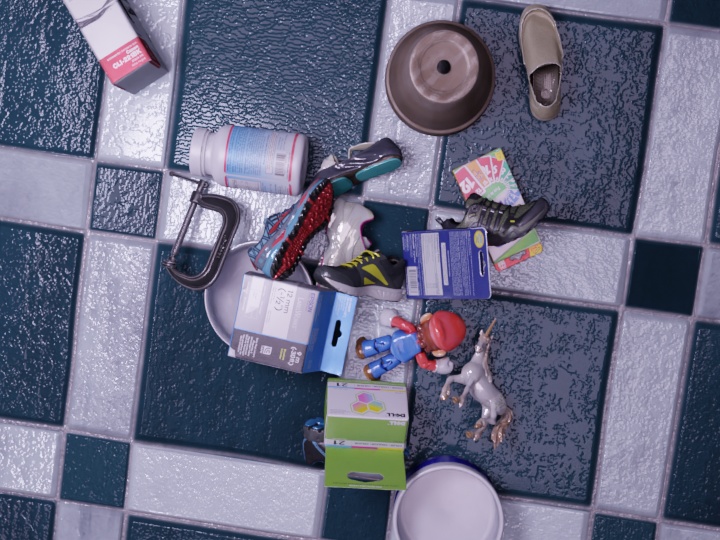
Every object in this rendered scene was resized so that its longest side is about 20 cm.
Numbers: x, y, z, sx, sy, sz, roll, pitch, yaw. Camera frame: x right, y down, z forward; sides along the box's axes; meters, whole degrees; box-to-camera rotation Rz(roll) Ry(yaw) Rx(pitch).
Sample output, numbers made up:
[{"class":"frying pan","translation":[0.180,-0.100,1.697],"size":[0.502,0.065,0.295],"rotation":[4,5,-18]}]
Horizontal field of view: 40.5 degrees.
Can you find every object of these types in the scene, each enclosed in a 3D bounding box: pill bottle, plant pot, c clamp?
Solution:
[{"class":"pill bottle","translation":[-0.195,-0.196,1.715],"size":[0.197,0.109,0.111],"rotation":[8,94,2]},{"class":"plant pot","translation":[0.140,-0.335,1.660],"size":[0.196,0.174,0.204],"rotation":[0,94,1]},{"class":"c clamp","translation":[-0.293,-0.067,1.729],"size":[0.168,0.027,0.203],"rotation":[11,78,22]}]

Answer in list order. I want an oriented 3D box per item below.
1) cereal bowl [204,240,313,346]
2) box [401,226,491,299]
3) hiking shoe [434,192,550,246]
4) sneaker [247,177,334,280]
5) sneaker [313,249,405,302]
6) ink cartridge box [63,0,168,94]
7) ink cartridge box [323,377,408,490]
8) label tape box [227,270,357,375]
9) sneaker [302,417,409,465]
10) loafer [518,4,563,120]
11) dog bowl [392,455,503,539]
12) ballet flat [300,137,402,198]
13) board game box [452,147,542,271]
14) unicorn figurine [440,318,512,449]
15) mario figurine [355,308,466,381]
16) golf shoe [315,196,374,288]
[{"class":"cereal bowl","translation":[-0.176,0.046,1.742],"size":[0.197,0.083,0.204],"rotation":[0,94,3]},{"class":"box","translation":[0.154,-0.012,1.688],"size":[0.032,0.198,0.123],"rotation":[-7,95,-41]},{"class":"hiking shoe","translation":[0.227,-0.093,1.689],"size":[0.198,0.076,0.102],"rotation":[-25,95,18]},{"class":"sneaker","translation":[-0.124,-0.085,1.666],"size":[0.095,0.080,0.201],"rotation":[23,69,32]},{"class":"sneaker","translation":[0.000,0.000,1.700],"size":[0.074,0.198,0.086],"rotation":[18,96,45]},{"class":"ink cartridge box","translation":[-0.430,-0.420,1.692],"size":[0.083,0.144,0.202],"rotation":[-31,92,3]},{"class":"ink cartridge box","translation":[0.011,0.280,1.681],"size":[0.145,0.201,0.077],"rotation":[4,120,-4]},{"class":"label tape box","translation":[-0.116,0.094,1.671],"size":[0.197,0.066,0.146],"rotation":[13,94,3]},{"class":"sneaker","translation":[-0.009,0.325,1.768],"size":[0.197,0.073,0.083],"rotation":[11,107,9]},{"class":"loafer","translation":[0.321,-0.365,1.701],"size":[0.074,0.068,0.203],"rotation":[-9,93,3]},{"class":"dog bowl","translation":[0.156,0.439,1.756],"size":[0.197,0.079,0.204],"rotation":[0,94,2]},{"class":"ballet flat","translation":[-0.021,-0.181,1.735],"size":[0.198,0.073,0.074],"rotation":[-23,92,10]},{"class":"board game box","translation":[0.247,-0.107,1.744],"size":[0.094,0.030,0.202],"rotation":[-24,95,4]},{"class":"unicorn figurine","translation":[0.212,0.205,1.738],"size":[0.137,0.073,0.202],"rotation":[-41,116,-32]},{"class":"mario figurine","translation":[0.097,0.130,1.754],"size":[0.197,0.107,0.124],"rotation":[-20,129,14]},{"class":"golf shoe","translation":[-0.029,-0.025,1.738],"size":[0.090,0.075,0.203],"rotation":[11,95,-2]}]
